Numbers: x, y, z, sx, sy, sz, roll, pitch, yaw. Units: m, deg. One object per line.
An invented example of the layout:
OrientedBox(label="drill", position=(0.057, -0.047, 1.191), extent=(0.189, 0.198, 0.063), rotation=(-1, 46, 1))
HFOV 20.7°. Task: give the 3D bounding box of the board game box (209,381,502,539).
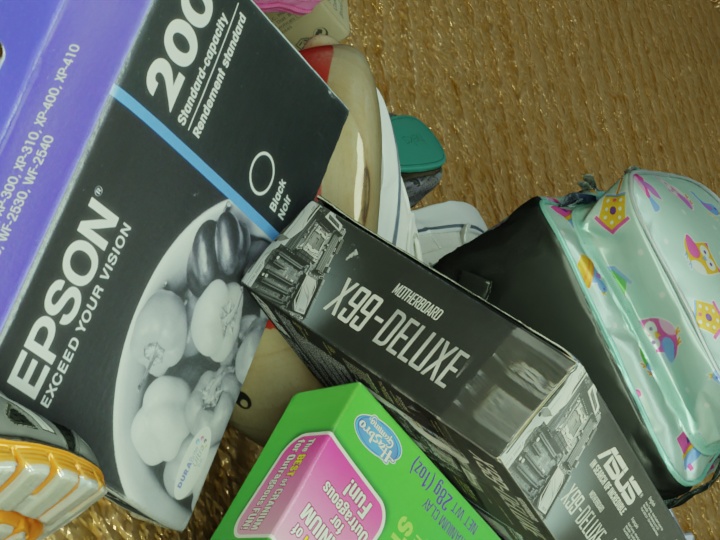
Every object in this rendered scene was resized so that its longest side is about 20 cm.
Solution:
OrientedBox(label="board game box", position=(-0.010, 0.167, 0.730), extent=(0.153, 0.040, 0.201), rotation=(48, 52, -24))

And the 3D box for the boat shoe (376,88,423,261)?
OrientedBox(label="boat shoe", position=(0.000, 0.000, 1.020), extent=(0.065, 0.073, 0.202), rotation=(2, 89, -57))

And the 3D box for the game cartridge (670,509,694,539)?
OrientedBox(label="game cartridge", position=(0.136, 0.119, 1.199), extent=(0.201, 0.038, 0.130), rotation=(64, -17, 10))

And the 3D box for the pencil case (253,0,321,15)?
OrientedBox(label="pencil case", position=(-0.069, -0.164, 0.973), extent=(0.200, 0.090, 0.094), rotation=(-22, 90, -62))

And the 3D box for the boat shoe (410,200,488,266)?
OrientedBox(label="boat shoe", position=(0.031, 0.012, 1.135), extent=(0.087, 0.074, 0.202), rotation=(64, 23, 11))

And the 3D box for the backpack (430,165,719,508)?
OrientedBox(label="backpack", position=(0.144, 0.037, 1.049), extent=(0.177, 0.153, 0.200), rotation=(61, 18, 9))

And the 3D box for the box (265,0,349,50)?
OrientedBox(label="box", position=(-0.095, -0.205, 1.118), extent=(0.200, 0.077, 0.095), rotation=(45, 26, -37))

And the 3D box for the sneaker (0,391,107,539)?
OrientedBox(label="sneaker", position=(-0.155, 0.049, 0.634), extent=(0.200, 0.078, 0.078), rotation=(27, 33, -55))

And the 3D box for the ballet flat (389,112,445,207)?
OrientedBox(label="ballet flat", position=(-0.013, -0.056, 1.128), extent=(0.072, 0.072, 0.200), rotation=(64, 21, 10))

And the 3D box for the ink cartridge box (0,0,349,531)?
OrientedBox(label="ink cartridge box", position=(-0.095, -0.027, 0.753), extent=(0.200, 0.043, 0.200), rotation=(42, 65, -51))

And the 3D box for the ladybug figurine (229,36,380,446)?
OrientedBox(label="ladybug figurine", position=(-0.036, -0.015, 0.915), extent=(0.136, 0.071, 0.202), rotation=(126, -29, -68))

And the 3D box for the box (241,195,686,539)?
OrientedBox(label="box", position=(0.054, 0.074, 0.803), extent=(0.157, 0.050, 0.200), rotation=(32, -16, 43))
